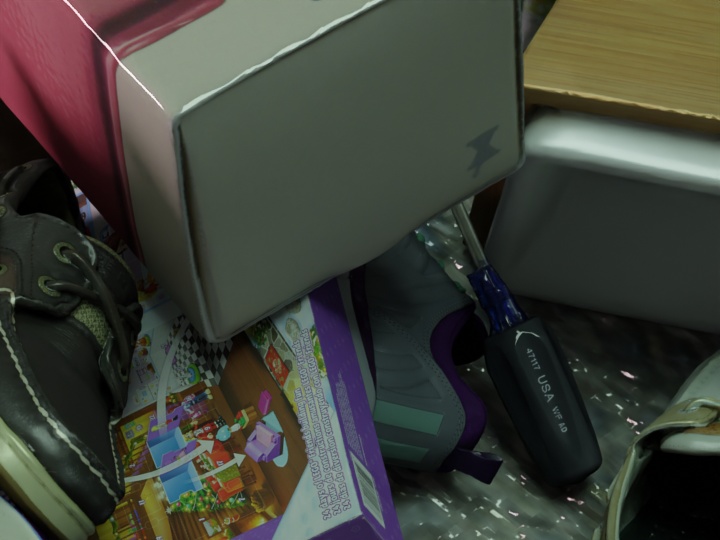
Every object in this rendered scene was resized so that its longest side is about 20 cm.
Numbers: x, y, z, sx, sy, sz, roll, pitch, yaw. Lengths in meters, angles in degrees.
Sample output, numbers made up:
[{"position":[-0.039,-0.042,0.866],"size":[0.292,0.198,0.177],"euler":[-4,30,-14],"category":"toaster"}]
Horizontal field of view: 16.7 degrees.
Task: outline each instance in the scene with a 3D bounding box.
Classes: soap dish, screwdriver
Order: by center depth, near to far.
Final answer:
[{"position":[0.034,-0.015,0.874],"size":[0.200,0.029,0.028],"euler":[62,17,3],"category":"screwdriver"},{"position":[0.144,-0.035,0.892],"size":[0.200,0.157,0.081],"euler":[9,70,0],"category":"soap dish"}]

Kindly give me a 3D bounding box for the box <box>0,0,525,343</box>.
[{"position":[-0.055,-0.097,0.801],"size":[0.128,0.109,0.200],"euler":[-30,54,-19],"category":"box"}]

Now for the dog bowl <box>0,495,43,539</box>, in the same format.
[{"position":[-0.161,0.146,0.673],"size":[0.200,0.079,0.200],"euler":[-6,48,7],"category":"dog bowl"}]

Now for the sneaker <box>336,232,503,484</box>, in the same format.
[{"position":[0.000,0.000,0.912],"size":[0.087,0.074,0.200],"euler":[20,40,-25],"category":"sneaker"}]

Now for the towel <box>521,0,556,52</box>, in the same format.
[{"position":[0.132,-0.093,0.931],"size":[0.171,0.200,0.048],"euler":[14,70,3],"category":"towel"}]

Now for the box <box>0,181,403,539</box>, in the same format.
[{"position":[-0.069,0.042,0.814],"size":[0.137,0.039,0.200],"euler":[-26,45,12],"category":"box"}]

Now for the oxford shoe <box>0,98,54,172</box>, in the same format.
[{"position":[-0.103,-0.062,0.911],"size":[0.200,0.073,0.085],"euler":[-15,79,-1],"category":"oxford shoe"}]

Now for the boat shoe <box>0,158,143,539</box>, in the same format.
[{"position":[-0.102,0.013,0.764],"size":[0.065,0.073,0.200],"euler":[-34,33,0],"category":"boat shoe"}]

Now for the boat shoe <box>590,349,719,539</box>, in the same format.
[{"position":[0.123,0.080,0.833],"size":[0.075,0.068,0.200],"euler":[20,45,11],"category":"boat shoe"}]
